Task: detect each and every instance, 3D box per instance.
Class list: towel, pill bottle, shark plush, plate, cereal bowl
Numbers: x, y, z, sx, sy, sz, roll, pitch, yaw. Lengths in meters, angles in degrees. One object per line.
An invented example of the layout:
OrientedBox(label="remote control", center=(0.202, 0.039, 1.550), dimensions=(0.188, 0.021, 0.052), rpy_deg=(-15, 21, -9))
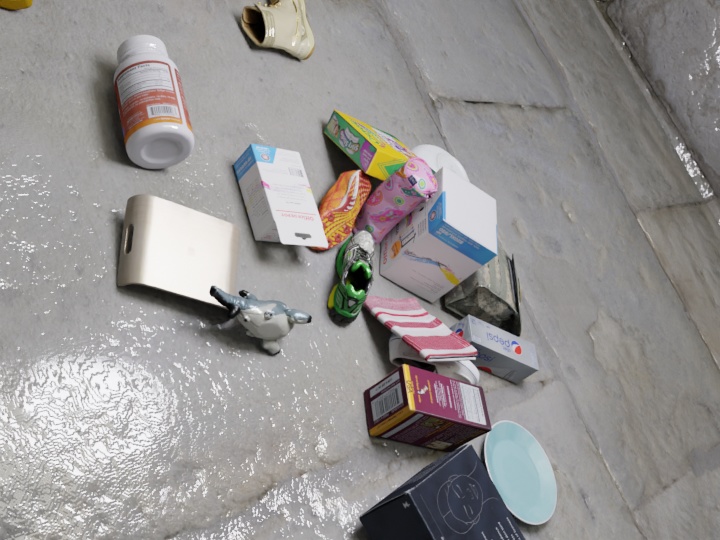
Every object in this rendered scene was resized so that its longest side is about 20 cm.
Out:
OrientedBox(label="towel", center=(0.107, 0.104, 1.576), dimensions=(0.142, 0.023, 0.199), rpy_deg=(3, 27, -43))
OrientedBox(label="pill bottle", center=(-0.343, -0.279, 1.415), dimensions=(0.111, 0.112, 0.203), rpy_deg=(7, 57, -42))
OrientedBox(label="shark plush", center=(-0.171, 0.068, 1.357), dimensions=(0.198, 0.091, 0.084), rpy_deg=(12, 37, -46))
OrientedBox(label="plate", center=(0.299, 0.386, 1.642), dimensions=(0.198, 0.025, 0.203), rpy_deg=(27, 44, -29))
OrientedBox(label="cereal bowl", center=(0.180, -0.197, 1.913), dimensions=(0.198, 0.083, 0.203), rpy_deg=(27, 45, -31))

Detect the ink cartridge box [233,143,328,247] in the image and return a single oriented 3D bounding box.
OrientedBox(label="ink cartridge box", center=(-0.141, -0.116, 1.533), dimensions=(0.114, 0.068, 0.203), rpy_deg=(4, 59, -44))

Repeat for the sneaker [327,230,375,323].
OrientedBox(label="sneaker", center=(0.000, 0.000, 1.569), dimensions=(0.077, 0.085, 0.202), rpy_deg=(24, 45, -14))

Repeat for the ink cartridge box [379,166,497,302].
OrientedBox(label="ink cartridge box", center=(0.150, -0.066, 1.689), dimensions=(0.143, 0.200, 0.149), rpy_deg=(27, 45, -25))

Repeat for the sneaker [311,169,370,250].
OrientedBox(label="sneaker", center=(-0.048, -0.109, 1.635), dimensions=(0.074, 0.076, 0.201), rpy_deg=(56, 49, -27))

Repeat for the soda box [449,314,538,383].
OrientedBox(label="soda box", center=(0.268, 0.161, 1.745), dimensions=(0.198, 0.068, 0.064), rpy_deg=(25, 45, -32))

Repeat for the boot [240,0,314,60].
OrientedBox(label="boot", center=(-0.187, -0.543, 1.805), dimensions=(0.154, 0.072, 0.204), rpy_deg=(-2, 68, -49))

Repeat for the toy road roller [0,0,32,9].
OrientedBox(label="toy road roller", center=(-0.586, -0.475, 1.332), dimensions=(0.196, 0.147, 0.125), rpy_deg=(-12, 64, -8))

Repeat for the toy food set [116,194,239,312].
OrientedBox(label="toy food set", center=(-0.276, -0.019, 1.341), dimensions=(0.197, 0.060, 0.147), rpy_deg=(19, 61, -34))

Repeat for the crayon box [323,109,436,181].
OrientedBox(label="crayon box", center=(0.040, -0.238, 1.749), dimensions=(0.170, 0.059, 0.200), rpy_deg=(18, 20, -39))

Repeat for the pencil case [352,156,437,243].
OrientedBox(label="pencil case", center=(0.064, -0.130, 1.647), dimensions=(0.086, 0.199, 0.089), rpy_deg=(22, 49, -28))

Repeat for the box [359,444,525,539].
OrientedBox(label="box", center=(0.135, 0.412, 1.339), dimensions=(0.195, 0.123, 0.202), rpy_deg=(-18, 75, -53))

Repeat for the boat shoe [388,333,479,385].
OrientedBox(label="boat shoe", center=(0.134, 0.184, 1.597), dimensions=(0.197, 0.074, 0.066), rpy_deg=(25, 48, -17))

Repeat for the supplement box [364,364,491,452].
OrientedBox(label="supplement box", center=(0.117, 0.242, 1.494), dimensions=(0.197, 0.110, 0.087), rpy_deg=(19, 48, -36))

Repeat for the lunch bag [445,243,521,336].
OrientedBox(label="lunch bag", center=(0.273, 0.033, 1.811), dimensions=(0.199, 0.117, 0.167), rpy_deg=(33, 42, -33))
